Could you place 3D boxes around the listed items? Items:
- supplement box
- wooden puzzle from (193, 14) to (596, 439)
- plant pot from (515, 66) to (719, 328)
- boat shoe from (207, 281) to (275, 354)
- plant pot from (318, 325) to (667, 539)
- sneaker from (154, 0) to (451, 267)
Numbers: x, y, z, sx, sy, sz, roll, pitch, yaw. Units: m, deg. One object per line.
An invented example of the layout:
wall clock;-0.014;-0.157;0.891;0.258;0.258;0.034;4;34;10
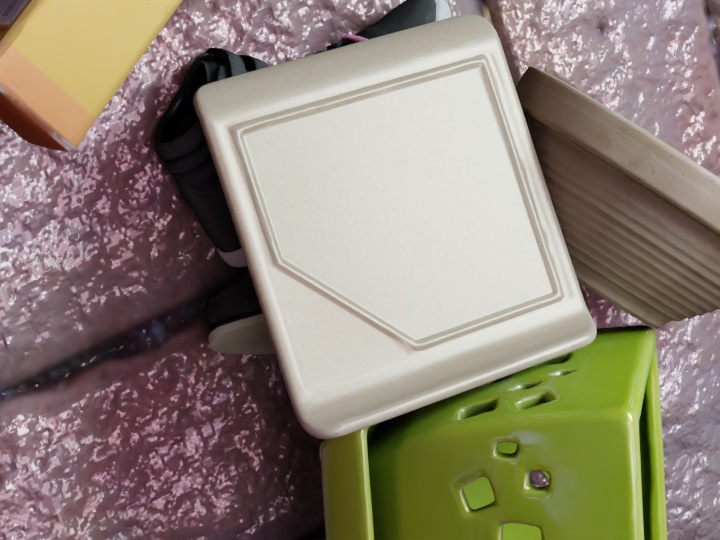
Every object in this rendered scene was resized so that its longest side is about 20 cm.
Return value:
supplement box;-0.128;-0.162;0.912;0.066;0.069;0.201;42;77;-29
wooden puzzle;0.019;-0.028;0.954;0.183;0.037;0.202;-18;84;-23
plant pot;0.161;-0.030;1.037;0.200;0.201;0.093;29;97;-27
boat shoe;-0.001;0.001;1.028;0.200;0.074;0.064;-16;75;-17
plant pot;0.081;0.148;0.998;0.179;0.199;0.202;-1;101;14
sneaker;-0.034;-0.106;0.988;0.200;0.071;0.099;-48;120;-9
